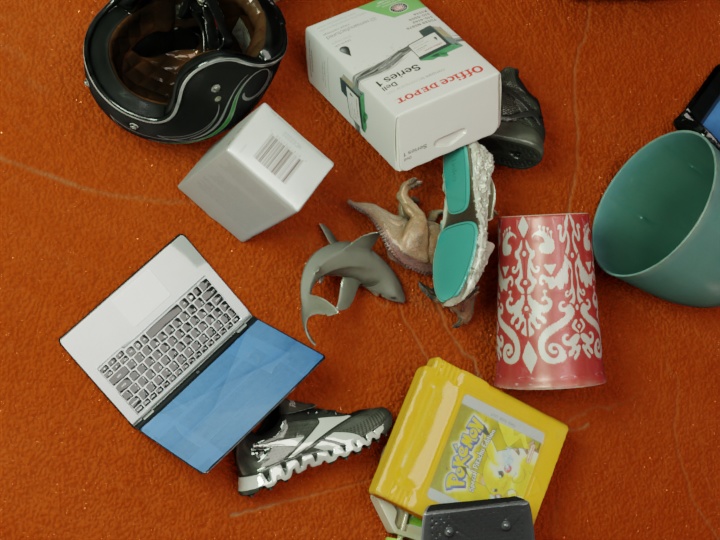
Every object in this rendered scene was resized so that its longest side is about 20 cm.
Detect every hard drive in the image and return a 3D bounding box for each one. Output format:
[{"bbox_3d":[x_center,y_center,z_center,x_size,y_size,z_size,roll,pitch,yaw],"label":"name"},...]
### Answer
[{"bbox_3d":[0.131,0.350,1.657,0.134,0.042,0.201,-5,110,-6],"label":"hard drive"}]

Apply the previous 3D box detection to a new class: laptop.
[{"bbox_3d":[-0.182,0.085,1.580,0.187,0.116,0.200,-43,99,-22],"label":"laptop"}]

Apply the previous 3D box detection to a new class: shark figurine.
[{"bbox_3d":[-0.015,-0.008,1.639,0.128,0.089,0.214,59,30,6],"label":"shark figurine"}]

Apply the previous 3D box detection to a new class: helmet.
[{"bbox_3d":[-0.195,-0.230,1.584,0.200,0.191,0.201,30,41,-31],"label":"helmet"}]

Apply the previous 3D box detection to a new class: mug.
[{"bbox_3d":[0.221,0.033,1.746,0.133,0.178,0.201,-3,92,6],"label":"mug"}]

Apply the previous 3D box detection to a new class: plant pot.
[{"bbox_3d":[0.412,-0.046,1.805,0.161,0.200,0.201,30,72,-27],"label":"plant pot"}]

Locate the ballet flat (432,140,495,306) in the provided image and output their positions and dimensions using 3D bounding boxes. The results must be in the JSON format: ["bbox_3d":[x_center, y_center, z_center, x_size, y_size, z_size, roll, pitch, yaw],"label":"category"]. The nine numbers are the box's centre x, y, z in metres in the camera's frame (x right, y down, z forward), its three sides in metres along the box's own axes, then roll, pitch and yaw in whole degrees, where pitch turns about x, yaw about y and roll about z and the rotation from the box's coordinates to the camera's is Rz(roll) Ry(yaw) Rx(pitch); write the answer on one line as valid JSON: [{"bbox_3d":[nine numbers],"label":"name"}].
[{"bbox_3d":[0.128,-0.054,1.665,0.072,0.072,0.201,11,75,-20],"label":"ballet flat"}]

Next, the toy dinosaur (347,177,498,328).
[{"bbox_3d":[0.075,-0.022,1.714,0.199,0.086,0.136,22,72,-20],"label":"toy dinosaur"}]

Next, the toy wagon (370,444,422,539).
[{"bbox_3d":[0.111,0.267,1.714,0.199,0.040,0.156,21,75,-19],"label":"toy wagon"}]

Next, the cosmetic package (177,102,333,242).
[{"bbox_3d":[-0.117,-0.102,1.589,0.101,0.200,0.071,41,69,-12],"label":"cosmetic package"}]

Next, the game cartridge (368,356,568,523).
[{"bbox_3d":[0.128,0.217,1.689,0.200,0.032,0.177,28,73,-18],"label":"game cartridge"}]

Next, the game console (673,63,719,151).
[{"bbox_3d":[0.517,-0.158,1.904,0.200,0.176,0.116,44,97,-10],"label":"game console"}]

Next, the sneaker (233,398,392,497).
[{"bbox_3d":[-0.057,0.178,1.643,0.199,0.066,0.091,-20,92,-21],"label":"sneaker"}]

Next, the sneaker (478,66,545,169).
[{"bbox_3d":[0.130,-0.200,1.777,0.199,0.076,0.115,14,54,-3],"label":"sneaker"}]

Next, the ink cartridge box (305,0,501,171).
[{"bbox_3d":[0.049,-0.221,1.676,0.146,0.085,0.200,-25,49,-21],"label":"ink cartridge box"}]
